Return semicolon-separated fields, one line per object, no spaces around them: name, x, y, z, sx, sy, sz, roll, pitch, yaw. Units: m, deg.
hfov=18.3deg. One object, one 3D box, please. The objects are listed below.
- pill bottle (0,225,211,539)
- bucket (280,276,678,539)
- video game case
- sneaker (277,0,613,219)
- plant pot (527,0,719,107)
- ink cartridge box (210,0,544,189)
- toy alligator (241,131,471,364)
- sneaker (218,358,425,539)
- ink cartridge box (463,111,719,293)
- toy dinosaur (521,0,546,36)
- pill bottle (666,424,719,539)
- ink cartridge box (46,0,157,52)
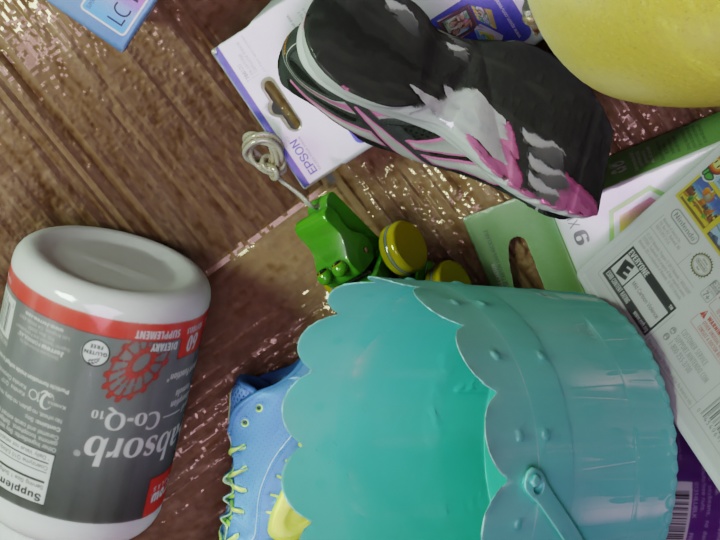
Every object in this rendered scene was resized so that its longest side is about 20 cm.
pill bottle;-0.160;0.086;1.283;0.115;0.116;0.201;13;109;-3
bucket;0.062;0.101;1.190;0.134;0.207;0.209;0;112;-31
video game case;0.225;0.011;1.156;0.182;0.201;0.023;-42;137;14
sneaker;0.044;-0.090;1.204;0.199;0.086;0.081;30;71;-19
plant pot;0.201;-0.169;1.134;0.199;0.142;0.202;-10;110;-27
ink cartridge box;0.025;-0.140;1.244;0.199;0.039;0.100;-31;105;10
toy alligator;0.000;0.000;1.258;0.059;0.055;0.200;-25;128;38
sneaker;-0.055;0.121;1.324;0.105;0.076;0.200;42;98;0
ink cartridge box;0.168;-0.014;1.271;0.199;0.059;0.104;-22;107;8
toy dinosaur;0.134;-0.217;1.200;0.200;0.060;0.106;-49;121;-7
pill bottle;0.214;0.123;1.281;0.198;0.112;0.112;3;109;-14
ink cartridge box;-0.170;-0.233;1.198;0.199;0.076;0.137;34;106;-8
